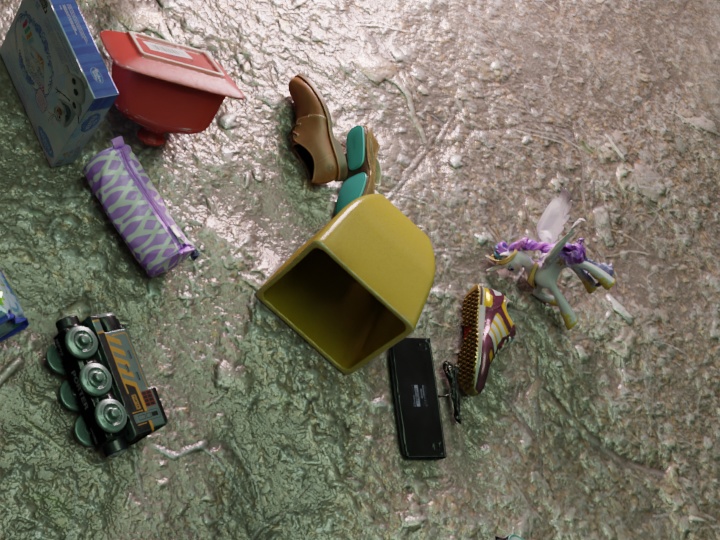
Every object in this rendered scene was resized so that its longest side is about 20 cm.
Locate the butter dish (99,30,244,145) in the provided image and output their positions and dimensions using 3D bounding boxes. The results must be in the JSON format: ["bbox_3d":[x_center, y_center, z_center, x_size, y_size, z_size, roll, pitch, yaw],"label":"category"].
[{"bbox_3d":[-0.298,-0.259,1.641,0.199,0.148,0.200,11,22,-26],"label":"butter dish"}]

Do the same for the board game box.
[{"bbox_3d":[-0.425,-0.278,1.527,0.043,0.199,0.201,-19,79,-39],"label":"board game box"}]

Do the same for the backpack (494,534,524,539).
[{"bbox_3d":[0.240,0.510,1.604,0.176,0.153,0.200,37,60,-18],"label":"backpack"}]

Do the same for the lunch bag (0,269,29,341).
[{"bbox_3d":[-0.542,0.040,1.352,0.200,0.127,0.170,-30,84,-9],"label":"lunch bag"}]

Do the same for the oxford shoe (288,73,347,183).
[{"bbox_3d":[-0.086,-0.235,1.804,0.071,0.071,0.201,-14,72,-21],"label":"oxford shoe"}]

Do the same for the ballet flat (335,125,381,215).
[{"bbox_3d":[0.005,-0.149,1.831,0.072,0.068,0.201,33,48,-38],"label":"ballet flat"}]

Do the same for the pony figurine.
[{"bbox_3d":[0.342,-0.021,1.909,0.200,0.193,0.167,37,20,-12],"label":"pony figurine"}]

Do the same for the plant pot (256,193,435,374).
[{"bbox_3d":[0.000,0.000,1.672,0.194,0.195,0.200,42,48,-8],"label":"plant pot"}]

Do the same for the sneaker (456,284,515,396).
[{"bbox_3d":[0.217,0.120,1.819,0.090,0.075,0.201,18,60,-18],"label":"sneaker"}]

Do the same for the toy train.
[{"bbox_3d":[-0.338,0.148,1.458,0.114,0.085,0.201,-11,72,-48],"label":"toy train"}]

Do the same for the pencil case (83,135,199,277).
[{"bbox_3d":[-0.317,-0.086,1.575,0.084,0.085,0.200,-33,87,-40],"label":"pencil case"}]

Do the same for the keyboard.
[{"bbox_3d":[0.109,0.203,1.747,0.127,0.021,0.201,4,67,-24],"label":"keyboard"}]
